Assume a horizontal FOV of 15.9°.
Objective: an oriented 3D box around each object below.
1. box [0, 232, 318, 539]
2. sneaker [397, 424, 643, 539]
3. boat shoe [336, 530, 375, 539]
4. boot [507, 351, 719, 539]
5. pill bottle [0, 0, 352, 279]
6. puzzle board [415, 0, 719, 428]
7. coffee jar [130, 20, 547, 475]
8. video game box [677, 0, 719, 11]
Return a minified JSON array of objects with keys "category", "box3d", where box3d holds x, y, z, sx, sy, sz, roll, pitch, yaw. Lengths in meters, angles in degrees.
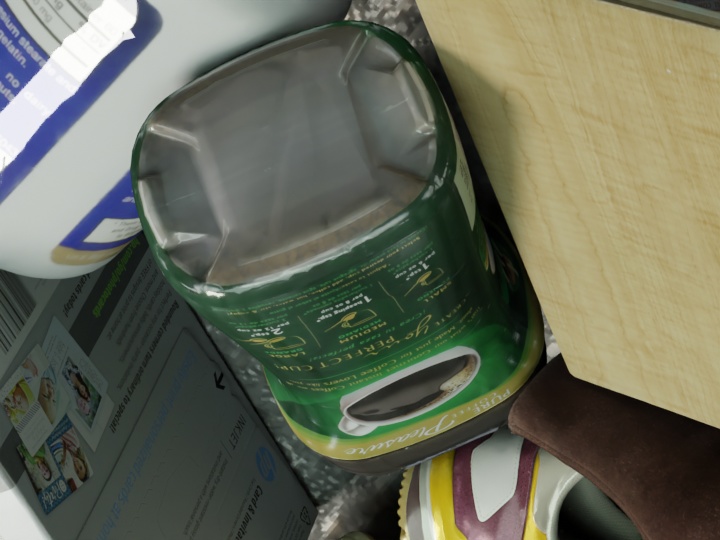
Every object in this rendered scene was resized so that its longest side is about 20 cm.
[{"category":"box","box3d":[-0.096,0.067,0.959,0.041,0.156,0.200,-19,117,27]},{"category":"sneaker","box3d":[0.084,0.150,1.015,0.090,0.075,0.201,-8,121,25]},{"category":"boat shoe","box3d":[-0.029,0.182,1.045,0.072,0.065,0.200,54,143,25]},{"category":"boot","box3d":[0.173,0.045,0.911,0.166,0.200,0.073,40,147,30]},{"category":"pill bottle","box3d":[-0.072,-0.100,0.866,0.120,0.120,0.200,40,123,-13]},{"category":"puzzle board","box3d":[0.101,-0.015,0.793,0.150,0.017,0.200,19,149,38]},{"category":"coffee jar","box3d":[0.000,0.000,0.878,0.104,0.086,0.200,-23,154,4]},{"category":"video game box","box3d":[0.142,-0.077,0.826,0.199,0.047,0.183,-6,138,9]}]
